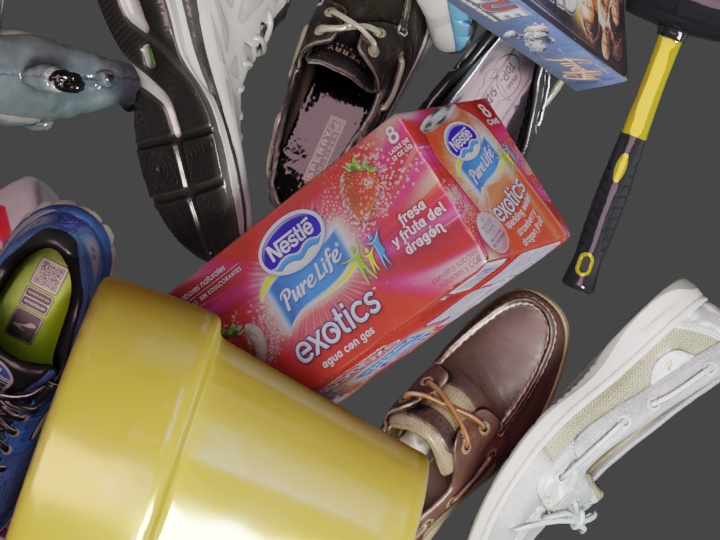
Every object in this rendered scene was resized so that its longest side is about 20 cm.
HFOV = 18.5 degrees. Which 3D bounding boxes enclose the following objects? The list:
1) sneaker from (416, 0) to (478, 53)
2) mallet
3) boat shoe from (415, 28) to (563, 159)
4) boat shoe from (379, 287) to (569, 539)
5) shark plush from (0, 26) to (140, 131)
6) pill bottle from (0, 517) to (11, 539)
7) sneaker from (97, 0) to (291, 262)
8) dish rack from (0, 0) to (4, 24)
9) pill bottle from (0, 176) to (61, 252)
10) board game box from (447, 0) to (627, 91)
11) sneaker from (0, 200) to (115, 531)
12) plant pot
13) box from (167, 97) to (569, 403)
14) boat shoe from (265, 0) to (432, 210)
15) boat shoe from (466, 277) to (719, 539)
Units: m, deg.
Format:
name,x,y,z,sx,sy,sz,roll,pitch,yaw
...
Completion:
name,x,y,z,sx,sy,sz,roll,pitch,yaw
sneaker,0.018,-0.204,1.221,0.087,0.200,0.075,-5,41,13
mallet,0.150,-0.088,1.270,0.066,0.041,0.200,28,93,10
boat shoe,0.056,-0.065,1.263,0.074,0.066,0.199,37,91,9
boat shoe,0.046,0.094,1.245,0.072,0.072,0.200,41,91,10
shark plush,-0.185,-0.100,1.274,0.200,0.083,0.091,15,86,-23
pill bottle,-0.141,0.210,1.241,0.200,0.112,0.112,29,89,10
sneaker,-0.072,-0.111,1.268,0.076,0.115,0.201,-9,98,49
dish rack,-0.312,-0.149,1.333,0.200,0.055,0.154,12,88,7
pill bottle,-0.253,0.034,1.275,0.200,0.111,0.111,-24,81,5
board game box,0.090,-0.188,1.182,0.035,0.200,0.136,-7,76,26
sneaker,-0.194,0.058,1.174,0.078,0.089,0.200,21,95,0
plant pot,-0.073,0.124,1.126,0.189,0.201,0.201,18,87,-3
box,0.000,0.000,1.209,0.200,0.100,0.096,-37,78,32
boat shoe,-0.002,-0.120,1.278,0.071,0.064,0.200,17,87,10
boat shoe,0.135,0.096,1.234,0.065,0.074,0.202,41,84,14
